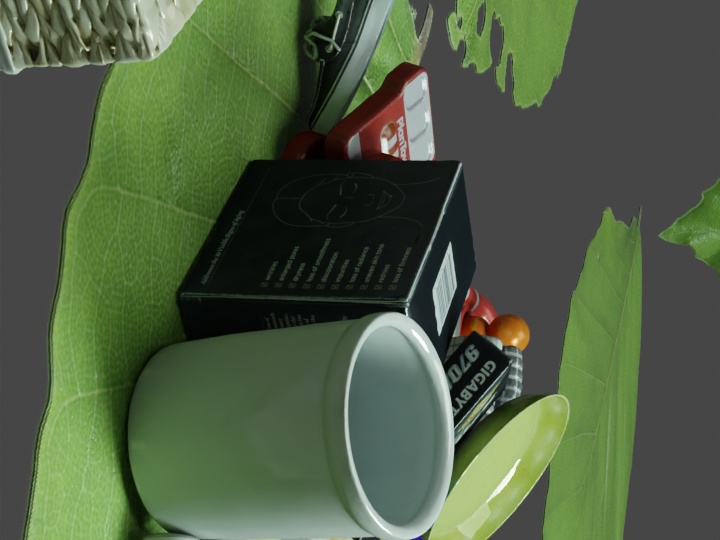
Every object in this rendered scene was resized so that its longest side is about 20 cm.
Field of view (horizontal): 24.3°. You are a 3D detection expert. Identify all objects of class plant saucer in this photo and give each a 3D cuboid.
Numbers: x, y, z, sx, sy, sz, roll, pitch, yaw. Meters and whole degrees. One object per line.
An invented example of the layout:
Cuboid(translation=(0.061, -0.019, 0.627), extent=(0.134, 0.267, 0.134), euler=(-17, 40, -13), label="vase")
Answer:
Cuboid(translation=(0.121, 0.189, 1.573), extent=(0.200, 0.031, 0.200), euler=(-38, 151, -25), label="plant saucer")

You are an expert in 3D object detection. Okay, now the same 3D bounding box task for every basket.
Cuboid(translation=(-0.175, -0.235, 1.028), extent=(0.136, 0.123, 0.200), euler=(-64, 152, -48), label="basket")

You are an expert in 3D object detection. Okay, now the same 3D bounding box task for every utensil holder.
Cuboid(translation=(-0.054, 0.126, 1.285), extent=(0.170, 0.200, 0.170), euler=(23, 63, -57), label="utensil holder")

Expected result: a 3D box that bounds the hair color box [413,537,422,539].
Cuboid(translation=(0.089, 0.319, 2.033), extent=(0.109, 0.065, 0.201), euler=(-36, 125, -67), label="hair color box")

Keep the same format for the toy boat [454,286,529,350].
Cuboid(translation=(0.143, 0.077, 2.051), extent=(0.200, 0.130, 0.131), euler=(36, 59, -69), label="toy boat")

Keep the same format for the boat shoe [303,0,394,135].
Cuboid(translation=(-0.019, -0.222, 1.604), extent=(0.074, 0.068, 0.200), euler=(-66, 179, -72), label="boat shoe")

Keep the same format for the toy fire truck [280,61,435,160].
Cuboid(translation=(0.022, -0.079, 1.602), extent=(0.168, 0.112, 0.200), euler=(-42, 137, -36), label="toy fire truck")

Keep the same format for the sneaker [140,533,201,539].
Cuboid(translation=(-0.120, 0.306, 1.333), extent=(0.202, 0.077, 0.147), euler=(43, 41, -55), label="sneaker")

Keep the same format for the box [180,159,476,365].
Cuboid(translation=(-0.021, 0.007, 1.424), extent=(0.200, 0.196, 0.124), euler=(-66, 153, -48), label="box")

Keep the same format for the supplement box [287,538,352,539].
Cuboid(translation=(-0.050, 0.210, 1.565), extent=(0.200, 0.073, 0.126), euler=(64, 34, -57), label="supplement box")

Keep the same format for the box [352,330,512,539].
Cuboid(translation=(0.051, 0.152, 1.465), extent=(0.200, 0.046, 0.159), euler=(-49, 169, -9), label="box")

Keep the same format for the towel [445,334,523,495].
Cuboid(translation=(0.078, 0.165, 1.751), extent=(0.085, 0.200, 0.166), euler=(26, 62, -37), label="towel")
